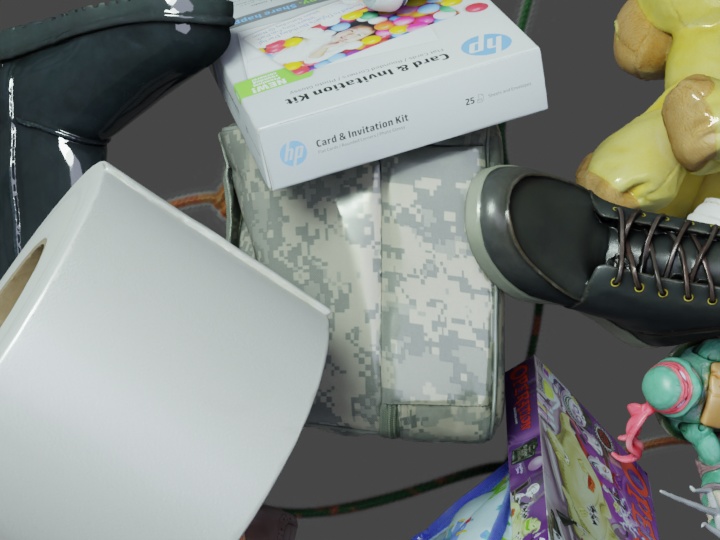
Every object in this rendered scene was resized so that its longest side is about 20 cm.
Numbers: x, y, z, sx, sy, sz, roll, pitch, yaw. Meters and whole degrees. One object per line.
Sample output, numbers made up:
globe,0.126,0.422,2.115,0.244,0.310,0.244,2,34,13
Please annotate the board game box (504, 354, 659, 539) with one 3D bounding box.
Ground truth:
board game box,0.129,0.145,0.857,0.032,0.200,0.120,-32,114,20

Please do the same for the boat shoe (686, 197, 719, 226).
boat shoe,0.275,-0.021,0.938,0.200,0.071,0.069,18,98,-40

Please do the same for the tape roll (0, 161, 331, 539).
tape roll,-0.128,0.065,0.762,0.139,0.203,0.203,33,86,-16

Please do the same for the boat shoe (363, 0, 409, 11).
boat shoe,0.051,-0.224,0.892,0.091,0.071,0.201,11,51,-11

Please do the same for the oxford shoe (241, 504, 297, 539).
oxford shoe,-0.081,0.237,0.919,0.072,0.071,0.201,5,105,-37

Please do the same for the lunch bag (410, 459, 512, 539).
lunch bag,0.099,0.236,0.875,0.170,0.200,0.127,41,115,-7

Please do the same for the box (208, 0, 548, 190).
box,-0.003,-0.124,0.864,0.156,0.200,0.041,-17,123,-7

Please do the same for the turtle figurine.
turtle figurine,0.232,0.077,0.920,0.200,0.101,0.150,4,109,-46

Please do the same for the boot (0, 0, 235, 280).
boot,-0.145,-0.061,0.866,0.200,0.076,0.169,-6,91,34

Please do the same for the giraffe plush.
giraffe plush,0.212,-0.129,0.924,0.200,0.172,0.163,-28,69,20

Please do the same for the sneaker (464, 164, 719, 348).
sneaker,0.151,-0.014,0.829,0.200,0.106,0.075,22,69,-41

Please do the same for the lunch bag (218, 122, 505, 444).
lunch bag,0.000,0.000,0.893,0.167,0.139,0.201,0,91,4
